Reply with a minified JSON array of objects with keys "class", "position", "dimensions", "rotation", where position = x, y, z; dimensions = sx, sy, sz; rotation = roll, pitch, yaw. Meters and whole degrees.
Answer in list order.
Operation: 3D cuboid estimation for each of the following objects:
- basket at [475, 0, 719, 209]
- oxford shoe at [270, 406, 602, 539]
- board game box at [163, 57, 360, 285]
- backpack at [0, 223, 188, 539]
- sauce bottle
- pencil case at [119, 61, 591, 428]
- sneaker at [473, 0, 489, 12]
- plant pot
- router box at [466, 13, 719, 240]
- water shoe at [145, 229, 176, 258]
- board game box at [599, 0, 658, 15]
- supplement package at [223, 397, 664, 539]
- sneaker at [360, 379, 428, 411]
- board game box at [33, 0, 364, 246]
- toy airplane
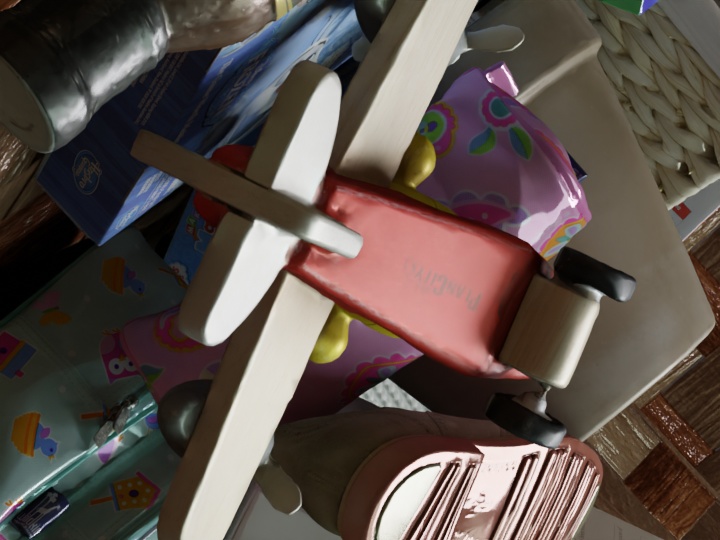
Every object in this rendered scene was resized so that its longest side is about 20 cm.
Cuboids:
[{"class":"basket","position":[0.150,-0.145,1.222],"dimensions":[0.135,0.200,0.123],"rotation":[-38,-179,-44]},{"class":"oxford shoe","position":[0.037,0.084,1.029],"dimensions":[0.200,0.074,0.071],"rotation":[18,99,-57]},{"class":"board game box","position":[-0.024,-0.060,1.259],"dimensions":[0.200,0.037,0.152],"rotation":[-37,158,-52]},{"class":"backpack","position":[-0.138,0.084,1.104],"dimensions":[0.200,0.153,0.176],"rotation":[-49,175,-28]},{"class":"sauce bottle","position":[-0.030,-0.108,0.718],"dimensions":[0.200,0.065,0.065],"rotation":[-43,176,-21]},{"class":"pencil case","position":[0.000,0.000,1.009],"dimensions":[0.200,0.088,0.087],"rotation":[-37,176,2]},{"class":"sneaker","position":[0.073,-0.171,1.110],"dimensions":[0.200,0.075,0.115],"rotation":[-33,-177,10]},{"class":"plant pot","position":[0.067,-0.007,1.138],"dimensions":[0.200,0.174,0.200],"rotation":[-39,178,-1]},{"class":"router box","position":[0.087,-0.064,1.361],"dimensions":[0.179,0.200,0.049],"rotation":[-45,175,29]},{"class":"water shoe","position":[-0.068,0.001,1.330],"dimensions":[0.079,0.072,0.200],"rotation":[-13,-166,14]},{"class":"board game box","position":[0.148,-0.215,0.974],"dimensions":[0.135,0.029,0.201],"rotation":[-40,148,-49]},{"class":"supplement package","position":[0.027,0.157,1.123],"dimensions":[0.120,0.199,0.121],"rotation":[-63,-176,25]},{"class":"sneaker","position":[0.017,0.034,1.321],"dimensions":[0.082,0.074,0.201],"rotation":[17,-94,64]},{"class":"board game box","position":[-0.015,-0.117,0.922],"dimensions":[0.199,0.043,0.200],"rotation":[-41,175,-34]},{"class":"toy airplane","position":[-0.012,-0.013,0.890],"dimensions":[0.199,0.200,0.141],"rotation":[-29,-145,-27]}]
